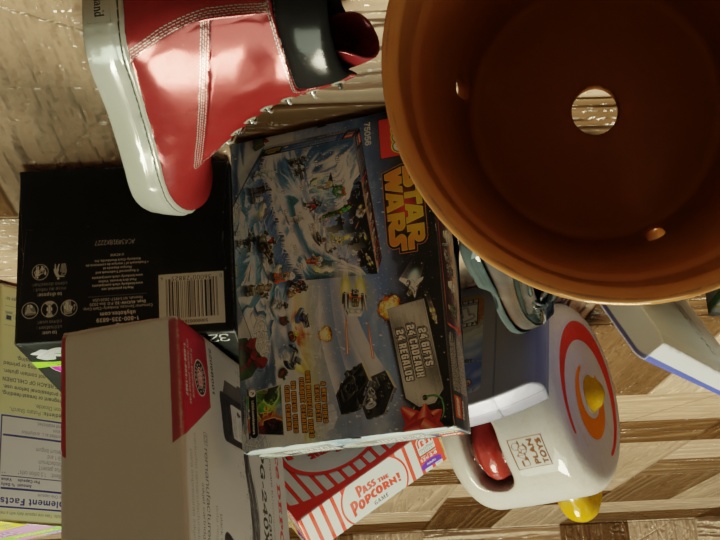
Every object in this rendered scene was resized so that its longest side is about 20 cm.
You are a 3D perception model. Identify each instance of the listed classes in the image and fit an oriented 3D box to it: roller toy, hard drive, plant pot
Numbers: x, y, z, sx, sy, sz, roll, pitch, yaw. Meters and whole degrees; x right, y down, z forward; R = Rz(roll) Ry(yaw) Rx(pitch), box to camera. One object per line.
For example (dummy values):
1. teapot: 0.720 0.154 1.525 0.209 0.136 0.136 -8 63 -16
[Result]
1. roller toy: 0.168 0.131 1.125 0.139 0.202 0.182 -15 152 29
2. hard drive: 0.240 0.034 0.958 0.025 0.133 0.199 -42 146 18
3. plant pot: 0.114 -0.084 0.537 0.198 0.202 0.140 -5 177 7

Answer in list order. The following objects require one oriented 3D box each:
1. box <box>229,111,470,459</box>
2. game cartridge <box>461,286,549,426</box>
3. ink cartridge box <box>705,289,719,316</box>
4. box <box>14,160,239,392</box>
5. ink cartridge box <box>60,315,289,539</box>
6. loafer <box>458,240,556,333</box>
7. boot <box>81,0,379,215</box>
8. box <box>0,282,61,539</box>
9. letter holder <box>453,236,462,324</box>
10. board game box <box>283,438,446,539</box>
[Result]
1. box: -0.009 0.008 0.728 0.136 0.202 0.040 -9 164 19
2. game cartridge: 0.071 0.081 1.053 0.198 0.134 0.042 -12 133 22
3. ink cartridge box: 0.340 -0.022 0.913 0.103 0.060 0.200 -4 161 1
4. box: -0.154 0.020 0.854 0.147 0.126 0.200 -3 161 -2
5. ink cartridge box: -0.115 0.131 0.771 0.082 0.147 0.200 -11 159 11
6. loafer: 0.133 0.001 0.927 0.062 0.073 0.200 -8 158 21
7. boot: -0.061 -0.091 0.644 0.143 0.073 0.200 -4 157 -2
8. box: -0.329 0.136 1.042 0.175 0.202 0.096 -20 155 38
9. letter holder: 0.000 0.000 0.864 0.140 0.102 0.200 -4 161 7
10. board game box: -0.036 0.157 1.108 0.151 0.200 0.047 -33 125 -17
